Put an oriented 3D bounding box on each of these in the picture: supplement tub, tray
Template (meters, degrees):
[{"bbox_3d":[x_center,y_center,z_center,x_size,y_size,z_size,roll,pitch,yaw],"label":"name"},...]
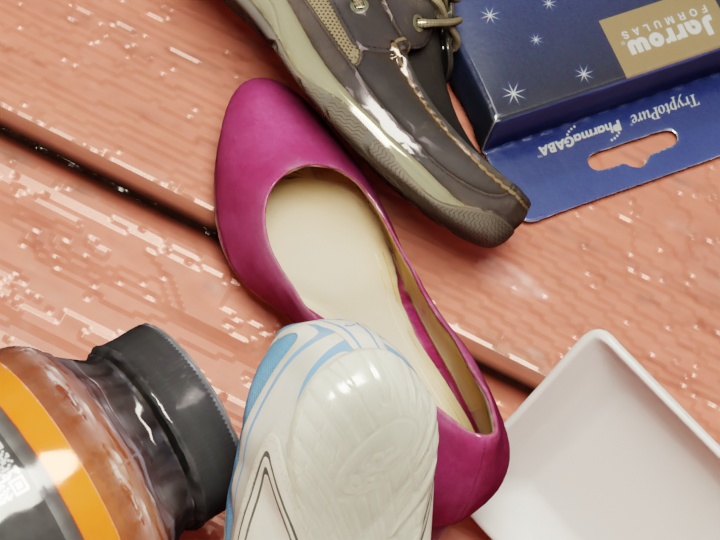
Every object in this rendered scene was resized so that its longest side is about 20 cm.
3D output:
[{"bbox_3d":[-0.137,0.095,0.818,0.200,0.107,0.107,-29,73,-21],"label":"supplement tub"},{"bbox_3d":[0.128,0.115,0.855,0.200,0.107,0.022,46,44,7],"label":"tray"}]

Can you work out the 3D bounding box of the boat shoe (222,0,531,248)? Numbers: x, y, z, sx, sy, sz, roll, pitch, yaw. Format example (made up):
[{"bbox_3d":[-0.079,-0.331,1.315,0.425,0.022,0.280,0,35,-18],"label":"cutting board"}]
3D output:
[{"bbox_3d":[0.001,-0.097,0.939,0.073,0.074,0.200,-42,77,2],"label":"boat shoe"}]

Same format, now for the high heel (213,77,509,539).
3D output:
[{"bbox_3d":[0.000,0.000,0.886,0.067,0.096,0.201,-5,63,-22],"label":"high heel"}]

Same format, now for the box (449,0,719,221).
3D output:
[{"bbox_3d":[0.076,-0.126,1.001,0.121,0.032,0.201,-19,71,-18],"label":"box"}]

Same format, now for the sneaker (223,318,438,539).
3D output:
[{"bbox_3d":[-0.015,0.114,0.823,0.072,0.072,0.201,4,102,-18],"label":"sneaker"}]
